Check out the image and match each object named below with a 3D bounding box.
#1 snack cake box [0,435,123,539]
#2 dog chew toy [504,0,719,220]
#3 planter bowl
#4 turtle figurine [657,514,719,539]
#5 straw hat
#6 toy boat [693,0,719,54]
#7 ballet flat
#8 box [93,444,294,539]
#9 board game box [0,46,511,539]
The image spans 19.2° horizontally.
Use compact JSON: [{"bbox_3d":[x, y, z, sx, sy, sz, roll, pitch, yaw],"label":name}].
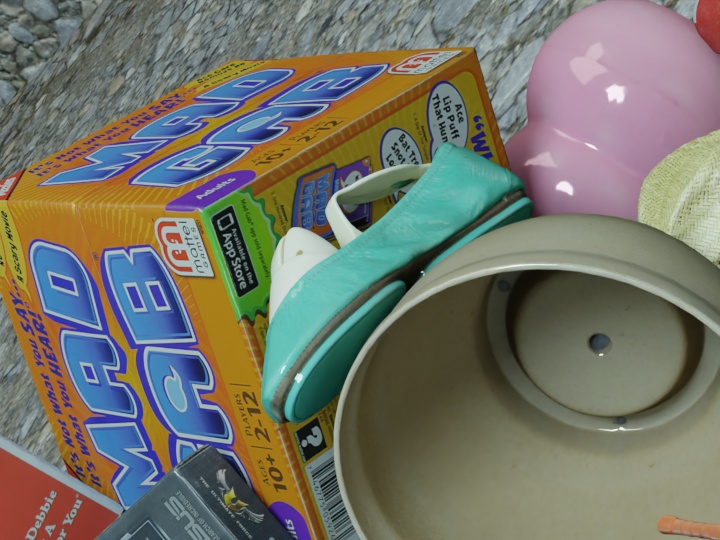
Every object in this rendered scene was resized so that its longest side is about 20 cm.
[{"bbox_3d":[-0.218,0.180,1.081,0.067,0.115,0.201,18,76,40],"label":"snack cake box"},{"bbox_3d":[0.129,-0.048,1.183,0.200,0.124,0.125,-61,19,-1],"label":"dog chew toy"},{"bbox_3d":[0.101,0.055,0.951,0.200,0.200,0.135,-39,12,30],"label":"planter bowl"},{"bbox_3d":[0.105,0.200,0.857,0.200,0.064,0.162,-49,19,51],"label":"turtle figurine"},{"bbox_3d":[0.183,-0.023,1.051,0.201,0.085,0.201,-43,21,21],"label":"straw hat"},{"bbox_3d":[0.247,-0.195,1.111,0.200,0.131,0.131,-46,2,5],"label":"toy boat"},{"bbox_3d":[0.000,0.000,0.985,0.200,0.070,0.067,-38,-23,-41],"label":"ballet flat"},{"bbox_3d":[-0.067,0.209,1.022,0.158,0.200,0.051,-43,-5,21],"label":"box"},{"bbox_3d":[-0.045,0.014,1.120,0.200,0.201,0.199,-32,23,-37],"label":"board game box"}]
